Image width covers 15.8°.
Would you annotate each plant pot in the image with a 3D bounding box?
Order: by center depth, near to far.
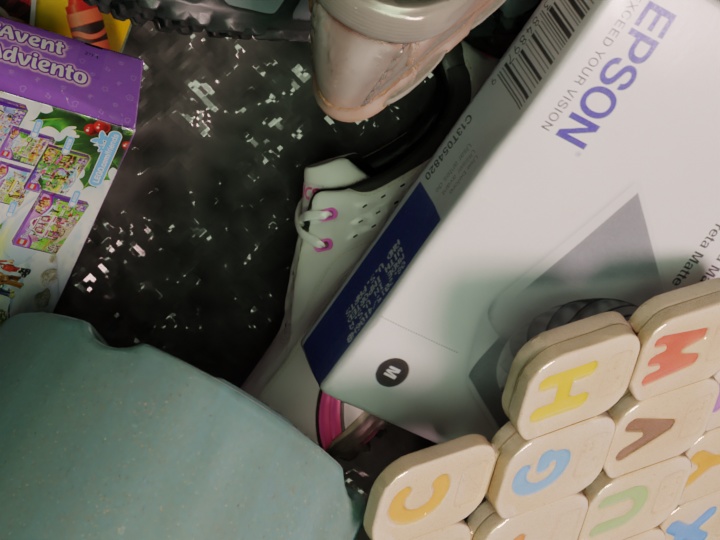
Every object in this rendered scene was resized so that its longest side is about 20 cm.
[{"bbox_3d":[-0.105,0.134,0.899,0.200,0.200,0.197,34,71,-19],"label":"plant pot"}]

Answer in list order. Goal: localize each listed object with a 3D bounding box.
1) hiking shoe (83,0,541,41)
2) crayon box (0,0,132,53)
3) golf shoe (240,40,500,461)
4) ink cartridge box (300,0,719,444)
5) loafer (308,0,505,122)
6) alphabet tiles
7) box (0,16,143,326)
[{"bbox_3d":[-0.019,-0.127,0.927,0.200,0.074,0.087,-7,101,-42],"label":"hiking shoe"},{"bbox_3d":[-0.155,-0.146,0.924,0.172,0.058,0.201,16,109,-15],"label":"crayon box"},{"bbox_3d":[0.000,0.000,1.003,0.092,0.073,0.200,40,91,-16],"label":"golf shoe"},{"bbox_3d":[0.112,-0.003,0.951,0.200,0.041,0.200,23,113,-29],"label":"ink cartridge box"},{"bbox_3d":[0.036,-0.123,0.889,0.072,0.200,0.063,31,136,11],"label":"loafer"},{"bbox_3d":[0.080,0.090,0.954,0.195,0.015,0.200,-15,138,-30],"label":"alphabet tiles"},{"bbox_3d":[-0.173,-0.017,0.936,0.136,0.039,0.200,16,136,-15],"label":"box"}]
